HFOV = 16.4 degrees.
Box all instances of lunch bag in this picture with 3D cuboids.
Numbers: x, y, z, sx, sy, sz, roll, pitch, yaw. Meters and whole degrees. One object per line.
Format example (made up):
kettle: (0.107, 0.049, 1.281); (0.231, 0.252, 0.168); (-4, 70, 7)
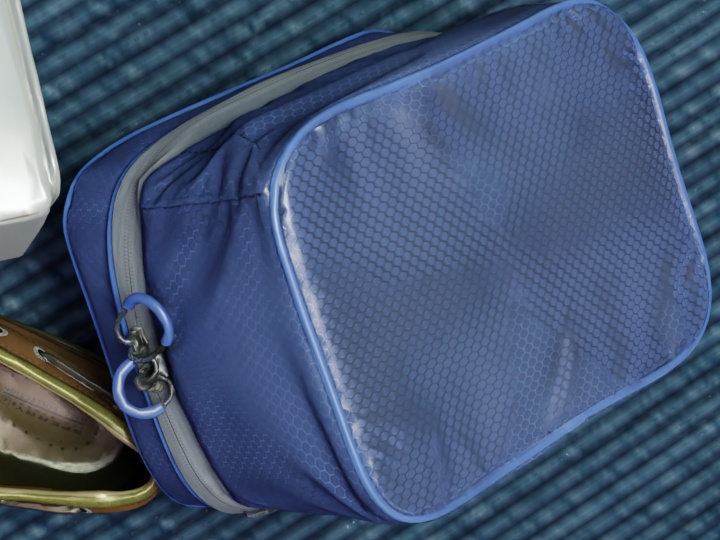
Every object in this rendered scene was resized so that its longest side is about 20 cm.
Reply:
lunch bag: (0.000, 0.000, 0.824); (0.199, 0.132, 0.137); (-26, 104, -37)

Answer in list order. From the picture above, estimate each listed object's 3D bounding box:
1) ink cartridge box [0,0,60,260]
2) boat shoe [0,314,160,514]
ink cartridge box: (-0.206, -0.059, 0.763); (0.199, 0.083, 0.146); (-12, 83, -16)
boat shoe: (-0.156, 0.033, 0.824); (0.199, 0.068, 0.072); (14, 97, -19)
